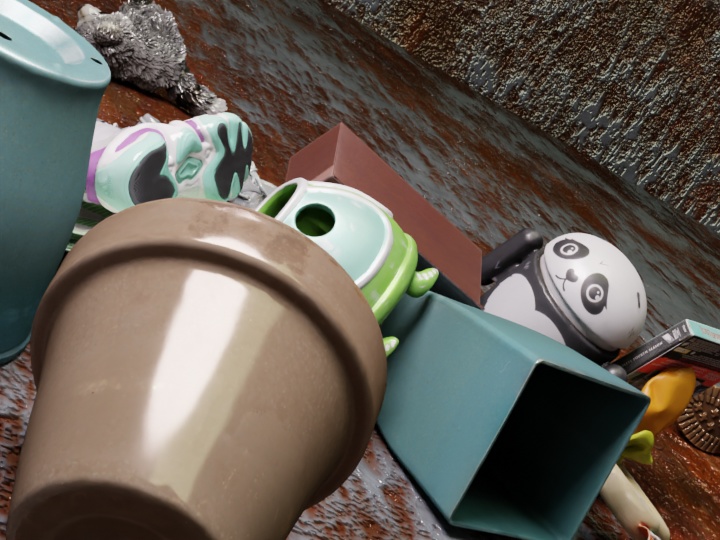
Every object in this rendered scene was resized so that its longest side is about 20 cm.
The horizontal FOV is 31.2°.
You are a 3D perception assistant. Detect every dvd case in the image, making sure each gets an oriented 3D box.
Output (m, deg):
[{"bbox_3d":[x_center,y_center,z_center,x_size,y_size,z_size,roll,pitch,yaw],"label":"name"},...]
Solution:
[{"bbox_3d":[0.272,0.113,1.251,0.146,0.200,0.022,15,47,-46],"label":"dvd case"}]

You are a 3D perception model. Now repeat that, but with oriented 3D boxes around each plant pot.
[{"bbox_3d":[-0.094,0.090,0.662,0.200,0.201,0.175,30,33,-9],"label":"plant pot"},{"bbox_3d":[-0.253,-0.075,0.795,0.199,0.188,0.200,31,16,-9],"label":"plant pot"},{"bbox_3d":[0.097,0.101,1.053,0.141,0.142,0.200,20,14,-39],"label":"plant pot"}]

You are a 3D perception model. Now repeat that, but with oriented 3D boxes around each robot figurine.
[{"bbox_3d":[0.169,0.054,1.197,0.150,0.200,0.125,44,25,-12],"label":"robot figurine"}]

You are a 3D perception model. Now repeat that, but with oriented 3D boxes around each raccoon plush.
[{"bbox_3d":[-0.239,-0.235,1.477,0.199,0.097,0.134,32,24,-6],"label":"raccoon plush"}]

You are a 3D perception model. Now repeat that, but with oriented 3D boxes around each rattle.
[{"bbox_3d":[0.268,0.183,1.123,0.200,0.142,0.131,-107,174,-78],"label":"rattle"}]

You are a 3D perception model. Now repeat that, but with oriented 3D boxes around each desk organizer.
[{"bbox_3d":[0.022,-0.032,1.146,0.200,0.072,0.077,40,36,-28],"label":"desk organizer"}]

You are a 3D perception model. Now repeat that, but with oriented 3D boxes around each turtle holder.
[{"bbox_3d":[-0.045,0.013,1.027,0.132,0.186,0.141,47,-6,-20],"label":"turtle holder"}]

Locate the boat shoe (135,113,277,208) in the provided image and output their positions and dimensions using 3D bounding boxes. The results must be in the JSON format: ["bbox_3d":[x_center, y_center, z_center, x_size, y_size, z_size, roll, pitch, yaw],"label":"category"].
[{"bbox_3d":[-0.147,-0.096,1.278,0.201,0.065,0.074,20,21,-39],"label":"boat shoe"}]

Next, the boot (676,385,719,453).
[{"bbox_3d":[0.432,0.176,1.602,0.200,0.075,0.107,32,11,-35],"label":"boot"}]

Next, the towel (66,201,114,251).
[{"bbox_3d":[-0.184,-0.038,1.008,0.152,0.024,0.200,10,11,16],"label":"towel"}]

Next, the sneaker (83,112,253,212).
[{"bbox_3d":[-0.184,-0.096,1.045,0.139,0.078,0.200,13,13,23],"label":"sneaker"}]

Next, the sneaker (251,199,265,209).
[{"bbox_3d":[-0.091,-0.012,1.134,0.078,0.078,0.200,19,25,36],"label":"sneaker"}]
